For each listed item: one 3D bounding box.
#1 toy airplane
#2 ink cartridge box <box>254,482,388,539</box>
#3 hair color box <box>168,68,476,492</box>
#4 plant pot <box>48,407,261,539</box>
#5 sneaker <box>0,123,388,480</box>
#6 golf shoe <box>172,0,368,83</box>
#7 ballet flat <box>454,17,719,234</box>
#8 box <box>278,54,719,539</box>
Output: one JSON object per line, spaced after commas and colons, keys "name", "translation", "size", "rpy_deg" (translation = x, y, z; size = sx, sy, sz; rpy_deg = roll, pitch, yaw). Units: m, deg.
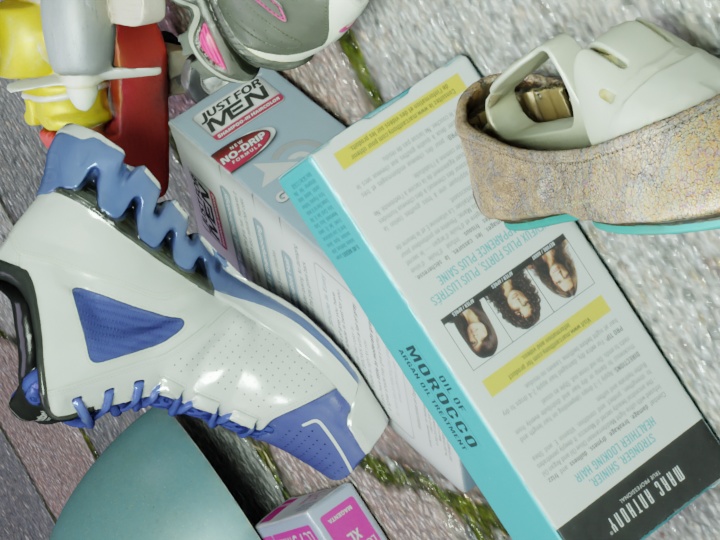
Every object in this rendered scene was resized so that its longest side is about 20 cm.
{"name": "toy airplane", "translation": [-0.158, -0.138, 1.035], "size": [0.199, 0.141, 0.200], "rpy_deg": [51, 159, 16]}
{"name": "ink cartridge box", "translation": [0.017, 0.224, 1.328], "size": [0.200, 0.042, 0.119], "rpy_deg": [55, 159, -2]}
{"name": "hair color box", "translation": [0.000, 0.000, 1.006], "size": [0.200, 0.061, 0.099], "rpy_deg": [40, 155, 34]}
{"name": "plant pot", "translation": [-0.134, 0.208, 1.447], "size": [0.200, 0.134, 0.200], "rpy_deg": [54, 168, 16]}
{"name": "sneaker", "translation": [-0.095, 0.041, 0.995], "size": [0.199, 0.115, 0.081], "rpy_deg": [42, 165, -10]}
{"name": "golf shoe", "translation": [-0.064, -0.177, 0.899], "size": [0.088, 0.077, 0.201], "rpy_deg": [-18, 109, 47]}
{"name": "ballet flat", "translation": [0.085, -0.049, 0.749], "size": [0.200, 0.068, 0.068], "rpy_deg": [-1, 113, 64]}
{"name": "box", "translation": [0.058, 0.021, 0.883], "size": [0.201, 0.082, 0.049], "rpy_deg": [57, 160, -2]}
